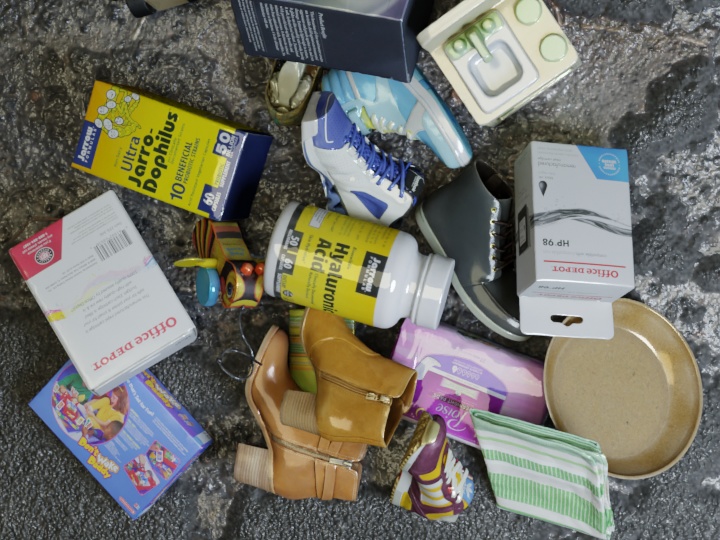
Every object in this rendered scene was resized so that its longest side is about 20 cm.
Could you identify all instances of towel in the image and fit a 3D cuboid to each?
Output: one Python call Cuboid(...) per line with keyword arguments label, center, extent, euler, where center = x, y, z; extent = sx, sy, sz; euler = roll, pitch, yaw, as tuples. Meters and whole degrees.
Cuboid(label="towel", center=(0.204, 0.229, 1.350), extent=(0.151, 0.201, 0.024), euler=(13, 58, 25))
Cuboid(label="towel", center=(-0.046, 0.146, 1.490), extent=(0.085, 0.018, 0.202), euler=(2, 95, 18))

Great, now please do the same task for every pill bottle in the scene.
Cuboid(label="pill bottle", center=(0.000, 0.000, 1.366), extent=(0.198, 0.111, 0.112), euler=(15, 97, 8))

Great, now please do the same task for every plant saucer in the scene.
Cuboid(label="plant saucer", center=(0.286, 0.132, 1.362), extent=(0.198, 0.035, 0.202), euler=(5, 75, -17))

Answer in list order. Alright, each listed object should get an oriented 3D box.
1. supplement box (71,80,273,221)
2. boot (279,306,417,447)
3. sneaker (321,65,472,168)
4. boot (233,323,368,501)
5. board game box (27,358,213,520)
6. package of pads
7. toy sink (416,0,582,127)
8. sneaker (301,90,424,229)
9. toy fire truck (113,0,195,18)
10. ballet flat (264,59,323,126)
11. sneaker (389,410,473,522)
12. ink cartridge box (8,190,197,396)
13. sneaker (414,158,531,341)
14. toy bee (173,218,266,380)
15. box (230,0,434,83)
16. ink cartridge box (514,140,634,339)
Cuboid(label="supplement box", center=(-0.223, -0.143, 1.462), extent=(0.198, 0.109, 0.110), euler=(20, 98, 11))
Cuboid(label="boot", center=(-0.001, 0.102, 1.396), extent=(0.143, 0.071, 0.203), euler=(6, 65, 20))
Cuboid(label="sneaker", center=(0.032, -0.172, 1.419), extent=(0.130, 0.079, 0.201), euler=(-38, 76, 11))
Cuboid(label="boot", center=(-0.060, 0.173, 1.458), extent=(0.153, 0.074, 0.202), euler=(9, 95, 9))
Cuboid(label="board game box", center=(-0.301, 0.191, 1.535), extent=(0.134, 0.045, 0.200), euler=(-45, 84, 12))
Cuboid(label="package of pads", center=(0.127, 0.138, 1.417), extent=(0.198, 0.076, 0.122), euler=(21, 97, 11))
Cuboid(label="toy sink", center=(0.157, -0.233, 1.322), extent=(0.130, 0.200, 0.113), euler=(-34, 86, 12))
Cuboid(label="sneaker", center=(0.010, -0.117, 1.385), extent=(0.114, 0.081, 0.200), euler=(-2, 135, 18))
Cuboid(label="toy fire truck", center=(-0.276, -0.415, 1.428), extent=(0.128, 0.176, 0.202), euler=(-13, 80, 14))
Cuboid(label="ballet flat", center=(-0.066, -0.267, 1.439), extent=(0.070, 0.071, 0.202), euler=(19, 98, 11))
Cuboid(label="sneaker", center=(0.092, 0.226, 1.388), extent=(0.089, 0.200, 0.075), euler=(22, 62, 7))
Cuboid(label="ink cartridge box", center=(-0.309, 0.029, 1.479), extent=(0.147, 0.086, 0.201), euler=(-30, 84, -10))
Cuboid(label="sneaker", center=(0.153, -0.021, 1.384), extent=(0.201, 0.075, 0.106), euler=(53, 128, 6))
Cuboid(label="toy bee", center=(-0.138, 0.005, 1.427), extent=(0.201, 0.130, 0.109), euler=(53, 137, 17))
Cuboid(label="box", center=(-0.017, -0.336, 1.356), extent=(0.197, 0.123, 0.202), euler=(12, 66, 11))
Cuboid(label="ink cartridge box", center=(0.233, -0.032, 1.335), extent=(0.115, 0.067, 0.202), euler=(4, 73, -11))
